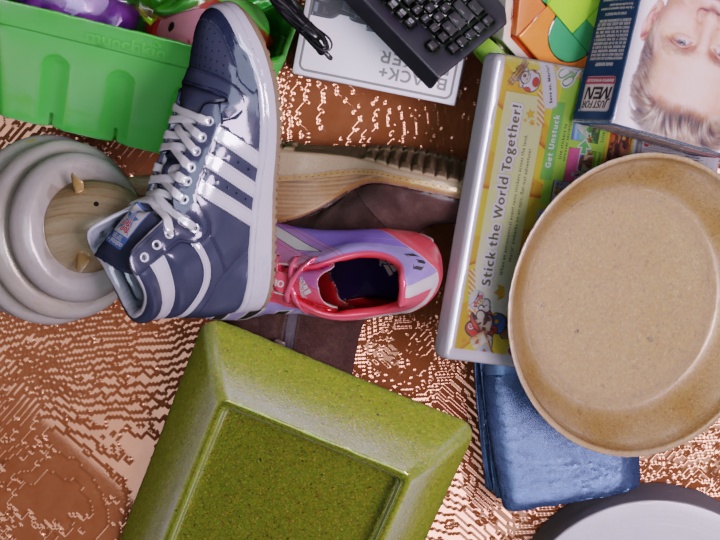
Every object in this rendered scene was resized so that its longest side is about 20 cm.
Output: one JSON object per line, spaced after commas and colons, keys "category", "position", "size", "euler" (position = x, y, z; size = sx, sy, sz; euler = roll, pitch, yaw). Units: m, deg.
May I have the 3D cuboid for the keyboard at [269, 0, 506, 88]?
{"category": "keyboard", "position": [-0.012, -0.198, 1.357], "size": [0.127, 0.021, 0.200], "euler": [-41, 82, -17]}

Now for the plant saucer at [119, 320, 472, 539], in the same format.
{"category": "plant saucer", "position": [-0.050, 0.160, 1.454], "size": [0.199, 0.048, 0.200], "euler": [22, 112, -1]}

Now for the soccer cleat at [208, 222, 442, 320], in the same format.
{"category": "soccer cleat", "position": [-0.044, 0.004, 1.380], "size": [0.199, 0.076, 0.067], "euler": [-1, 102, 20]}

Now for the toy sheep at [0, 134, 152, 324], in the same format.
{"category": "toy sheep", "position": [-0.206, -0.027, 1.408], "size": [0.138, 0.200, 0.138], "euler": [6, 80, -37]}

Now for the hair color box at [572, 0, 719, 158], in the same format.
{"category": "hair color box", "position": [0.212, -0.180, 1.365], "size": [0.100, 0.061, 0.201], "euler": [13, 90, -22]}

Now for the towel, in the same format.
{"category": "towel", "position": [0.133, 0.060, 1.461], "size": [0.111, 0.049, 0.201], "euler": [-6, 96, -5]}

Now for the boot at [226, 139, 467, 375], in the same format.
{"category": "boot", "position": [0.000, 0.000, 1.448], "size": [0.199, 0.072, 0.167], "euler": [7, 106, 13]}

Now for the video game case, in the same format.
{"category": "video game case", "position": [0.148, -0.031, 1.405], "size": [0.182, 0.023, 0.201], "euler": [8, 95, -25]}

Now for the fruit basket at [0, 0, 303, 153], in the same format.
{"category": "fruit basket", "position": [-0.137, -0.193, 1.400], "size": [0.215, 0.156, 0.216], "euler": [2, 114, 5]}

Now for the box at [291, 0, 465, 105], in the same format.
{"category": "box", "position": [0.029, -0.218, 1.425], "size": [0.116, 0.060, 0.201], "euler": [13, 97, 0]}

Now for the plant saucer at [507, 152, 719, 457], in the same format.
{"category": "plant saucer", "position": [0.179, 0.021, 1.394], "size": [0.200, 0.035, 0.201], "euler": [-4, 99, -23]}

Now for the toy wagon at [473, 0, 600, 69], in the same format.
{"category": "toy wagon", "position": [0.144, -0.184, 1.402], "size": [0.155, 0.040, 0.200], "euler": [-46, 119, -3]}

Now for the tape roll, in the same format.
{"category": "tape roll", "position": [0.201, 0.250, 1.475], "size": [0.200, 0.066, 0.201], "euler": [0, 97, 1]}

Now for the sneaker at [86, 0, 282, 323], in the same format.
{"category": "sneaker", "position": [-0.110, -0.061, 1.301], "size": [0.108, 0.070, 0.201], "euler": [-12, 111, -31]}
